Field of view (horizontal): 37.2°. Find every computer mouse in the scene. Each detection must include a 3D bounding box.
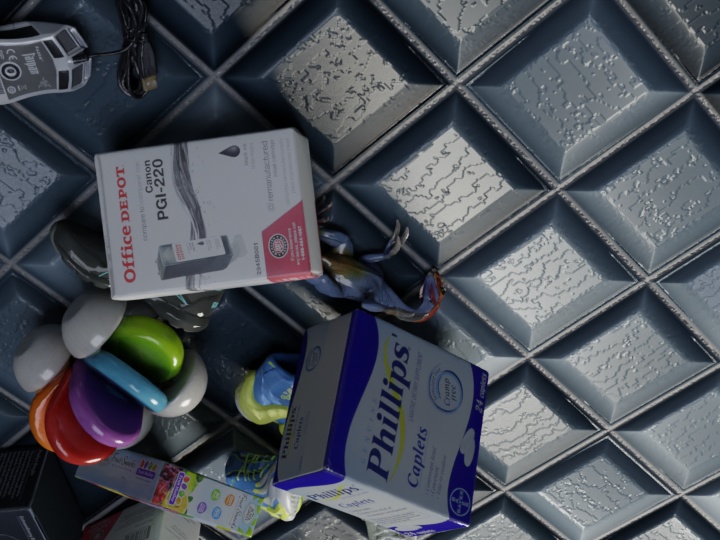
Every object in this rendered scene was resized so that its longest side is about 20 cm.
[{"bbox_3d":[-0.291,-0.203,0.996,0.199,0.044,0.110,-7,132,-2],"label":"computer mouse"}]

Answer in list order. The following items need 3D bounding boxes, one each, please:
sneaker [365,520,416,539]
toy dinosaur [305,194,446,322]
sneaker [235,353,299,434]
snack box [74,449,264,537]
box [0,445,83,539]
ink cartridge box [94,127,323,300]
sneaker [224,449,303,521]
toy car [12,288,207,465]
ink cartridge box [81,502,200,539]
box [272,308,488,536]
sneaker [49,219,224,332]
[{"bbox_3d":[0.039,0.319,1.363,0.078,0.100,0.201,-11,127,8],"label":"sneaker"},{"bbox_3d":[0.000,0.000,1.156,0.199,0.105,0.181,0,148,44],"label":"toy dinosaur"},{"bbox_3d":[-0.041,0.158,1.244,0.199,0.076,0.105,23,124,-16],"label":"sneaker"},{"bbox_3d":[-0.228,0.255,1.259,0.142,0.053,0.200,28,163,-35],"label":"snack box"},{"bbox_3d":[-0.476,0.316,1.355,0.199,0.107,0.149,-6,127,5],"label":"box"},{"bbox_3d":[-0.147,-0.054,1.045,0.199,0.085,0.146,-7,89,7],"label":"ink cartridge box"},{"bbox_3d":[-0.120,0.256,1.290,0.105,0.076,0.200,16,160,3],"label":"sneaker"},{"bbox_3d":[-0.278,0.132,1.159,0.200,0.150,0.175,-32,121,26],"label":"toy car"},{"bbox_3d":[-0.295,0.405,1.365,0.144,0.200,0.084,-27,123,20],"label":"ink cartridge box"},{"bbox_3d":[0.027,0.170,1.168,0.200,0.185,0.105,26,150,-28],"label":"box"},{"bbox_3d":[-0.232,-0.011,1.136,0.200,0.075,0.079,30,109,-29],"label":"sneaker"}]
